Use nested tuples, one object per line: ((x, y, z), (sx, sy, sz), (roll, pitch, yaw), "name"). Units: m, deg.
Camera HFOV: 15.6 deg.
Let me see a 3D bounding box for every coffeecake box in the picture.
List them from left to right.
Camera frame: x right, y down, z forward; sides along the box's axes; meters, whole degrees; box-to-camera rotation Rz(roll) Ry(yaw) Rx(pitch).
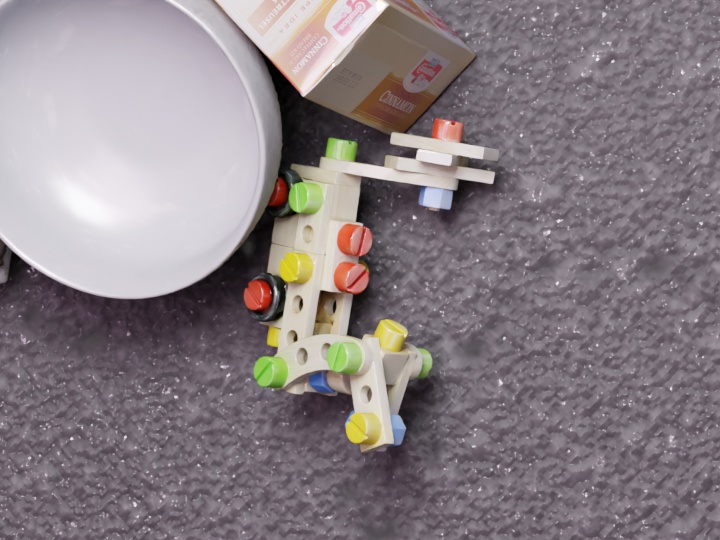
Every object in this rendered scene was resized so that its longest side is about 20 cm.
((-0.044, -0.179, 1.522), (0.073, 0.153, 0.200), (-46, 70, 10), "coffeecake box")

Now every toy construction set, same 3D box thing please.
((0.000, 0.000, 1.520), (0.131, 0.092, 0.201), (13, 81, 46), "toy construction set")

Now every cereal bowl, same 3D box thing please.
((-0.133, -0.089, 1.527), (0.199, 0.083, 0.201), (8, 115, 18), "cereal bowl")

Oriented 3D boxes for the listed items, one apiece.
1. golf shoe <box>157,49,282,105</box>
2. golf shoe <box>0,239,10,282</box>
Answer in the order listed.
((-0.127, -0.157, 1.605), (0.078, 0.094, 0.200), (-41, 93, -25), "golf shoe")
((-0.231, -0.046, 1.628), (0.200, 0.078, 0.095), (-38, 97, 11), "golf shoe")
